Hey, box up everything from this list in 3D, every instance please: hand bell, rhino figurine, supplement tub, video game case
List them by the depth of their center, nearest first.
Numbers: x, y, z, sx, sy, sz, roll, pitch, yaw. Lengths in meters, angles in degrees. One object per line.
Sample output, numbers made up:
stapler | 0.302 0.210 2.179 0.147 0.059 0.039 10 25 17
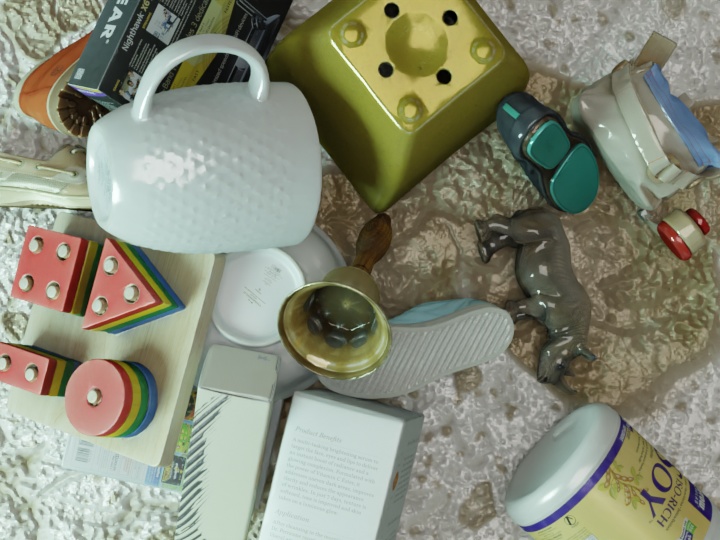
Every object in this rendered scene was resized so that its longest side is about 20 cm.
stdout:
hand bell | 0.000 0.000 1.072 0.104 0.200 0.105 8 125 11
supplement tub | 0.255 0.243 1.103 0.200 0.145 0.146 42 86 -3
video game case | -0.181 0.145 1.132 0.199 0.018 0.144 13 88 -4
rhino figurine | 0.184 0.031 1.143 0.087 0.060 0.201 -20 93 -2

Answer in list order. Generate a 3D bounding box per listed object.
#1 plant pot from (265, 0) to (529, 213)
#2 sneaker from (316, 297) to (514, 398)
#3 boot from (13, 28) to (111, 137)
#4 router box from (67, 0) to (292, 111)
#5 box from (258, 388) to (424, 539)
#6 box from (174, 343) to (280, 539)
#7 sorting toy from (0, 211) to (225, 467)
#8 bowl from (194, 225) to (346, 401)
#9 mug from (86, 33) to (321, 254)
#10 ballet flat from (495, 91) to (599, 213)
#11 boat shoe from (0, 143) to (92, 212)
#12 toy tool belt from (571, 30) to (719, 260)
plant pot | 0.039 -0.191 1.063 0.195 0.200 0.194 -39 93 -3
sneaker | 0.046 0.074 1.117 0.199 0.082 0.074 -9 101 -15
boot | -0.247 -0.209 1.101 0.200 0.107 0.075 -48 129 -28
router box | -0.160 -0.222 1.068 0.157 0.052 0.201 32 79 -47
box | -0.021 0.220 1.068 0.106 0.152 0.201 13 87 11
box | -0.124 0.175 1.055 0.068 0.082 0.201 11 116 -3
sorting toy | -0.245 0.056 1.053 0.198 0.070 0.201 14 88 29
bowl | -0.101 0.028 1.093 0.200 0.090 0.202 1 84 -7
mug | -0.137 -0.108 0.980 0.174 0.148 0.201 -7 129 -26
ballet flat | 0.177 -0.117 1.100 0.073 0.200 0.073 -8 70 24
boat shoe | -0.280 -0.091 1.101 0.199 0.072 0.065 2 90 1
toy tool belt | 0.307 -0.124 1.124 0.123 0.125 0.200 -37 93 4
